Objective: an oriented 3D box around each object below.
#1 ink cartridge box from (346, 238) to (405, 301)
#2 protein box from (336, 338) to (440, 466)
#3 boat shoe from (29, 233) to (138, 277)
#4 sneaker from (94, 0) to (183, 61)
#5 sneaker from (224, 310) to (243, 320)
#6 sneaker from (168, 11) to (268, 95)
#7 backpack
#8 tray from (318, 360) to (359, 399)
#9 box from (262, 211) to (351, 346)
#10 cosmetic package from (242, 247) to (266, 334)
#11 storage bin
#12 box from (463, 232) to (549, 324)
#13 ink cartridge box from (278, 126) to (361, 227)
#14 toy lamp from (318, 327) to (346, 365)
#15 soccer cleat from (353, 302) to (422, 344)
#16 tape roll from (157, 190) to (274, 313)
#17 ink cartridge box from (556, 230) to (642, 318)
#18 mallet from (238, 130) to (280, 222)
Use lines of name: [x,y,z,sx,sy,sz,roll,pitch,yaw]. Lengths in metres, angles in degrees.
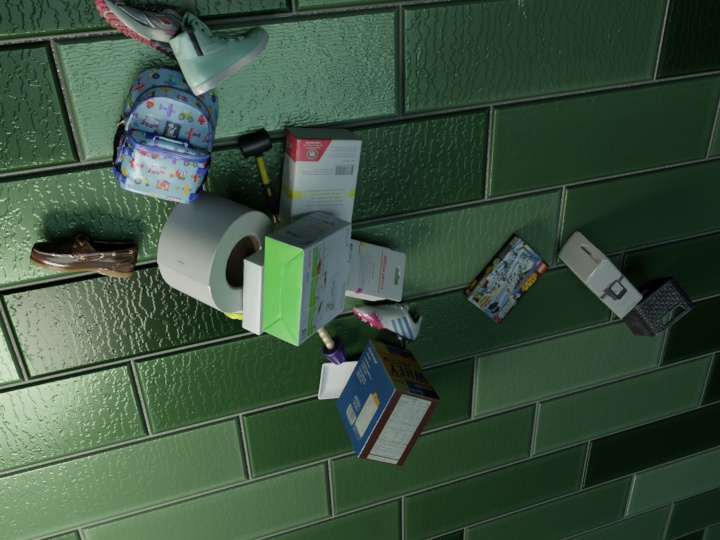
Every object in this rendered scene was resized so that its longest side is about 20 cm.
ink cartridge box: [0.000,0.000,1.481,0.195,0.067,0.119,13,78,-25]
protein box: [0.061,0.319,1.600,0.132,0.199,0.204,18,111,-27]
boat shoe: [-0.537,-0.038,1.289,0.195,0.071,0.072,5,123,-32]
sneaker: [-0.361,-0.429,1.142,0.197,0.080,0.077,18,95,-42]
sneaker: [-0.207,0.054,1.459,0.194,0.075,0.087,-9,115,-19]
sneaker: [-0.246,-0.411,1.156,0.201,0.072,0.120,-50,124,-34]
backpack: [-0.344,-0.247,1.188,0.178,0.136,0.202,15,126,-25]
tray: [-0.012,0.272,1.680,0.194,0.022,0.110,-1,116,-20]
box: [-0.102,0.011,1.298,0.176,0.094,0.206,-36,137,-53]
cosmetic package: [-0.162,0.018,1.352,0.199,0.050,0.155,-36,136,-52]
storage bin: [0.785,0.097,1.772,0.134,0.200,0.095,-38,83,2]
box: [0.372,0.023,1.679,0.136,0.040,0.201,34,102,-30]
ink cartridge box: [-0.087,-0.183,1.363,0.141,0.083,0.206,-4,118,-26]
toy lamp: [-0.090,0.144,1.563,0.057,0.058,0.203,-28,122,-3]
soccer cleat: [0.068,0.106,1.603,0.197,0.069,0.088,27,90,-32]
tape roll: [-0.278,-0.038,1.289,0.203,0.136,0.207,-45,146,-42]
ink cartridge box: [0.614,0.011,1.700,0.198,0.146,0.084,36,104,-32]
mallet: [-0.205,-0.185,1.356,0.064,0.041,0.205,-14,125,-14]
